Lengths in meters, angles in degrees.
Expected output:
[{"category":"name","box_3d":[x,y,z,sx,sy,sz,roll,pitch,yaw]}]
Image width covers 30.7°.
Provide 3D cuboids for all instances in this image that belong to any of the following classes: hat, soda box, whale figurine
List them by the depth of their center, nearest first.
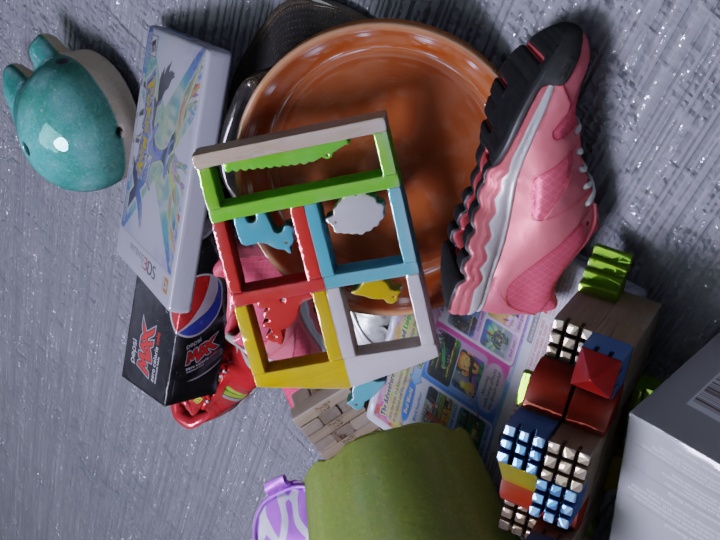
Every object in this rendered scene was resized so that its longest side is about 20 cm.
[{"category":"hat","box_3d":[-0.055,-0.093,0.940,0.200,0.081,0.202,11,107,40]},{"category":"soda box","box_3d":[-0.157,0.015,1.170,0.071,0.063,0.201,27,115,37]},{"category":"whale figurine","box_3d":[-0.292,-0.142,1.241,0.199,0.104,0.160,20,133,43]}]

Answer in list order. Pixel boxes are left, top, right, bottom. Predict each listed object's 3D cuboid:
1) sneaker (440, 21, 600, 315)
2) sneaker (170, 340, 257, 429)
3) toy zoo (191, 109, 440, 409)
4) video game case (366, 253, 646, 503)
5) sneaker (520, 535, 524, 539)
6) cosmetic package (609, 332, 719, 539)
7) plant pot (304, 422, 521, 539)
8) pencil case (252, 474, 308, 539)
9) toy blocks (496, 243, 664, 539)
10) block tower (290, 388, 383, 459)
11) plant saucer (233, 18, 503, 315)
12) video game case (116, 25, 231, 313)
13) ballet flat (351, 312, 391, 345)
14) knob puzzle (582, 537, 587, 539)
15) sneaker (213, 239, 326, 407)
[{"category":"sneaker","box_3d":[0.114,-0.058,0.819,0.074,0.086,0.201,-99,23,-59]},{"category":"sneaker","box_3d":[-0.135,0.102,1.257,0.077,0.085,0.200,48,147,12]},{"category":"toy zoo","box_3d":[-0.024,0.003,0.873,0.130,0.020,0.201,-10,111,9]},{"category":"video game case","box_3d":[0.094,0.063,0.924,0.182,0.024,0.201,32,120,34]},{"category":"sneaker","box_3d":[0.134,0.261,0.967,0.199,0.114,0.076,2,139,31]},{"category":"cosmetic package","box_3d":[0.217,0.150,0.818,0.090,0.107,0.201,29,139,35]},{"category":"plant pot","box_3d":[0.040,0.211,0.875,0.200,0.199,0.191,120,139,-54]},{"category":"pencil case","box_3d":[-0.027,0.216,1.127,0.086,0.084,0.200,61,-170,16]},{"category":"toy blocks","box_3d":[0.126,0.101,0.798,0.099,0.137,0.201,20,115,19]},{"category":"block tower","box_3d":[0.016,0.164,1.081,0.200,0.054,0.058,55,-175,-27]},{"category":"plant saucer","box_3d":[0.016,-0.067,0.869,0.199,0.032,0.202,2,112,4]},{"category":"video game case","box_3d":[-0.154,-0.087,1.052,0.182,0.022,0.201,-146,65,-62]},{"category":"ballet flat","box_3d":[0.000,0.000,1.018,0.069,0.069,0.201,-4,110,54]},{"category":"knob puzzle","box_3d":[0.112,0.122,1.000,0.219,0.030,0.221,34,141,33]},{"category":"sneaker","box_3d":[-0.078,0.054,1.126,0.074,0.087,0.201,17,130,46]}]
